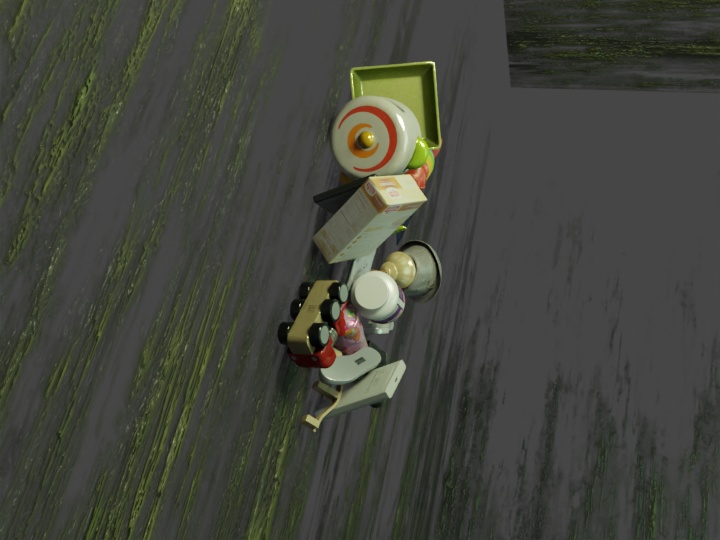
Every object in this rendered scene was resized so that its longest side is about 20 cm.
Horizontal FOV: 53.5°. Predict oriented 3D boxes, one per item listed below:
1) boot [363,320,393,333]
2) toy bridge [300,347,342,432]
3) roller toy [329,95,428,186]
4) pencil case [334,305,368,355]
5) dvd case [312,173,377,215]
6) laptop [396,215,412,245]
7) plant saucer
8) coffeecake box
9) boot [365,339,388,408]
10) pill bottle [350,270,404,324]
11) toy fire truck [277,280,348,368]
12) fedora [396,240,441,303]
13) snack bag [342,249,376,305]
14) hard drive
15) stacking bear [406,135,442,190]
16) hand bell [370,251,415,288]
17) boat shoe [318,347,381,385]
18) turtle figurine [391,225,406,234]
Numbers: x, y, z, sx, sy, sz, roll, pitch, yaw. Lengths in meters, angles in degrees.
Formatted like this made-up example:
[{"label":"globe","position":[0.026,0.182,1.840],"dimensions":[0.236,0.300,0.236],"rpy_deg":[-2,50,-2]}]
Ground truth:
[{"label":"boot","position":[0.049,0.120,1.945],"dimensions":[0.200,0.073,0.096],"rpy_deg":[-7,97,-80]},{"label":"toy bridge","position":[-0.076,0.270,1.600],"dimensions":[0.067,0.027,0.201],"rpy_deg":[35,52,-23]},{"label":"roller toy","position":[0.029,-0.282,1.545],"dimensions":[0.183,0.199,0.140],"rpy_deg":[69,23,-2]},{"label":"pencil case","position":[-0.028,0.165,1.684],"dimensions":[0.200,0.087,0.088],"rpy_deg":[73,29,-51]},{"label":"dvd case","position":[-0.005,-0.155,1.557],"dimensions":[0.200,0.142,0.018],"rpy_deg":[26,47,-71]},{"label":"laptop","position":[0.089,-0.213,1.950],"dimensions":[0.200,0.116,0.188],"rpy_deg":[45,29,-33]},{"label":"plant saucer","position":[0.078,-0.372,1.656],"dimensions":[0.048,0.199,0.201],"rpy_deg":[-134,-142,-79]},{"label":"coffeecake box","position":[0.019,-0.109,1.501],"dimensions":[0.153,0.200,0.073],"rpy_deg":[-13,65,-53]},{"label":"boot","position":[0.024,0.275,1.901],"dimensions":[0.200,0.065,0.166],"rpy_deg":[50,41,-70]},{"label":"pill bottle","position":[0.041,0.064,1.683],"dimensions":[0.200,0.112,0.113],"rpy_deg":[45,54,-76]},{"label":"toy fire truck","position":[-0.085,0.142,1.476],"dimensions":[0.176,0.128,0.200],"rpy_deg":[-66,145,-42]},{"label":"fedora","position":[0.142,0.011,2.058],"dimensions":[0.090,0.177,0.200],"rpy_deg":[-18,151,-43]},{"label":"snack bag","position":[0.000,0.000,1.708],"dimensions":[0.200,0.021,0.189],"rpy_deg":[-51,160,-53]},{"label":"hard drive","position":[0.000,0.275,1.635],"dimensions":[0.026,0.200,0.132],"rpy_deg":[59,29,-12]},{"label":"stacking bear","position":[0.135,-0.268,1.823],"dimensions":[0.200,0.121,0.114],"rpy_deg":[-76,-179,-53]},{"label":"hand bell","position":[0.057,0.008,1.929],"dimensions":[0.200,0.104,0.105],"rpy_deg":[-10,106,-58]},{"label":"boat shoe","position":[-0.027,0.225,1.599],"dimensions":[0.200,0.069,0.057],"rpy_deg":[-12,142,-52]},{"label":"turtle figurine","position":[0.064,-0.177,1.715],"dimensions":[0.200,0.064,0.162],"rpy_deg":[91,-14,-73]}]
